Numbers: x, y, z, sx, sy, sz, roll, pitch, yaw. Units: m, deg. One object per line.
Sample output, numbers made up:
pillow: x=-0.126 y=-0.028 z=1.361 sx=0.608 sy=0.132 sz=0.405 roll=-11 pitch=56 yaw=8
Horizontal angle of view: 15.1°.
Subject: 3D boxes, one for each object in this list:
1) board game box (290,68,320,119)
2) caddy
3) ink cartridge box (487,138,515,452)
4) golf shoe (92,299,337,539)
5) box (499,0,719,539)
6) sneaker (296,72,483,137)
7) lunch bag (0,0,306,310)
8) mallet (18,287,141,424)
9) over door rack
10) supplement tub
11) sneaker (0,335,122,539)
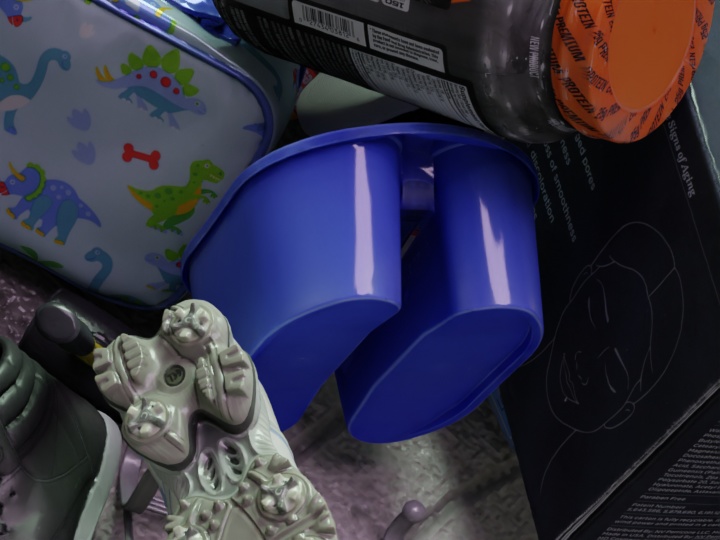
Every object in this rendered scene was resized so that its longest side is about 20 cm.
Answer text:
board game box: x=0.013 y=-0.221 z=1.380 sx=0.200 sy=0.200 sz=0.200 roll=-9 pitch=42 yaw=-33
caddy: x=0.000 y=0.000 z=1.216 sx=0.141 sy=0.200 sz=0.105 roll=5 pitch=63 yaw=-22
ink cartridge box: x=0.106 y=-0.018 z=1.397 sx=0.136 sy=0.076 sz=0.200 roll=-8 pitch=63 yaw=-32
golf shoe: x=-0.042 y=0.108 z=1.094 sx=0.078 sy=0.097 sz=0.200 roll=-22 pitch=54 yaw=6
box: x=0.154 y=0.000 z=1.230 sx=0.124 sy=0.197 sz=0.200 roll=3 pitch=57 yaw=-26
sneaker: x=0.072 y=-0.077 z=1.322 sx=0.200 sy=0.112 sz=0.073 roll=-28 pitch=29 yaw=-16
lunch bag: x=-0.135 y=-0.086 z=1.260 sx=0.200 sy=0.161 sz=0.083 roll=27 pitch=35 yaw=-5
mallet: x=-0.130 y=0.026 z=1.180 sx=0.066 sy=0.200 sz=0.041 roll=33 pitch=84 yaw=10
over door rack: x=-0.033 y=0.141 z=1.177 sx=0.147 sy=0.067 sz=0.200 roll=20 pitch=28 yaw=-13
supplement tub: x=0.042 y=-0.128 z=1.156 sx=0.200 sy=0.123 sz=0.122 roll=21 pitch=40 yaw=32
sneaker: x=-0.162 y=0.112 z=1.141 sx=0.099 sy=0.071 sz=0.200 roll=47 pitch=33 yaw=-33
